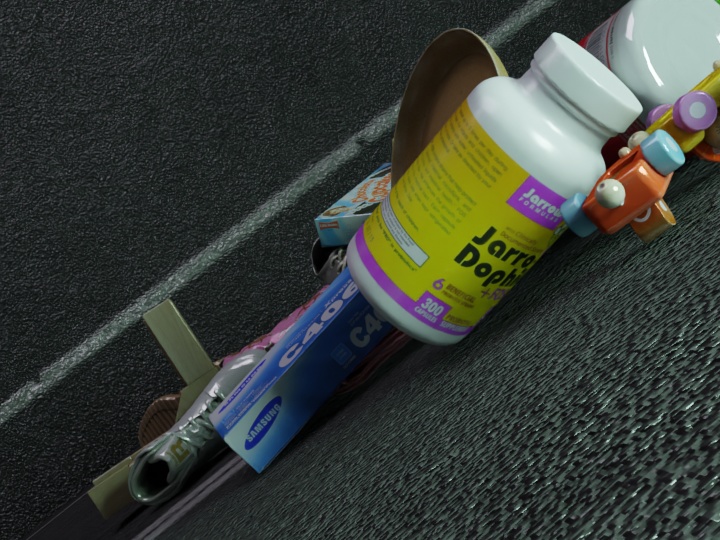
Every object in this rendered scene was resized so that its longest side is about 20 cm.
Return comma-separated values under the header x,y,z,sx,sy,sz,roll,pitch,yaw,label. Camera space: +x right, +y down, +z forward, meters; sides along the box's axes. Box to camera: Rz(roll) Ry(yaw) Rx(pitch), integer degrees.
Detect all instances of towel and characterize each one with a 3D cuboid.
x,y,z,sx,sy,sz,roll,pitch,yaw,label
0.059,0.034,0.896,0.144,0.023,0.200,-39,-1,29,towel

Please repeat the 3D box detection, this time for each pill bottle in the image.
x,y,z,sx,sy,sz,roll,pitch,yaw,label
0.178,-0.111,0.738,0.112,0.112,0.200,-39,2,-31,pill bottle
0.086,-0.052,0.654,0.200,0.104,0.104,-50,-4,25,pill bottle

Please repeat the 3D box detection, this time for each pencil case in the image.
x,y,z,sx,sy,sz,roll,pitch,yaw,label
-0.072,0.084,1.226,0.200,0.087,0.083,-37,-29,6,pencil case

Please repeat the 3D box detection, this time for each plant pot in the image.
x,y,z,sx,sy,sz,roll,pitch,yaw,label
0.075,-0.088,0.800,0.027,0.201,0.200,2,-16,-23,plant pot

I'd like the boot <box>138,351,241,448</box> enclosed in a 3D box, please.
x,y,z,sx,sy,sz,roll,pitch,yaw,label
-0.196,0.184,1.402,0.200,0.072,0.166,-41,-21,22,boot

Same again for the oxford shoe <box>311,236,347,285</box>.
x,y,z,sx,sy,sz,roll,pitch,yaw,label
0.000,0.000,1.091,0.075,0.058,0.200,-56,29,-5,oxford shoe

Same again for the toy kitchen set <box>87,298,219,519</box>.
x,y,z,sx,sy,sz,roll,pitch,yaw,label
-0.265,0.168,1.246,0.200,0.181,0.163,-34,0,-9,toy kitchen set

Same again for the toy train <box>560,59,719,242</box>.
x,y,z,sx,sy,sz,roll,pitch,yaw,label
0.205,-0.083,0.539,0.200,0.056,0.150,-40,2,28,toy train

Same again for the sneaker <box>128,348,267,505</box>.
x,y,z,sx,sy,sz,roll,pitch,yaw,label
-0.167,0.175,1.078,0.200,0.074,0.116,-47,1,19,sneaker

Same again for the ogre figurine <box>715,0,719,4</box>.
x,y,z,sx,sy,sz,roll,pitch,yaw,label
0.337,-0.235,1.017,0.200,0.098,0.120,-24,-3,29,ogre figurine

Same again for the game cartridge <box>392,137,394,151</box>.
x,y,z,sx,sy,sz,roll,pitch,yaw,label
0.166,-0.156,1.170,0.200,0.033,0.176,2,12,43,game cartridge

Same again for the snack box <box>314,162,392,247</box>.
x,y,z,sx,sy,sz,roll,pitch,yaw,label
0.044,-0.082,1.144,0.116,0.037,0.200,-5,21,27,snack box

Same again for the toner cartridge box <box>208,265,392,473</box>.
x,y,z,sx,sy,sz,roll,pitch,yaw,label
-0.037,0.069,0.835,0.200,0.043,0.095,-48,12,-9,toner cartridge box

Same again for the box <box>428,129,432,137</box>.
x,y,z,sx,sy,sz,roll,pitch,yaw,label
0.151,-0.111,0.960,0.199,0.046,0.159,-16,-10,-10,box
